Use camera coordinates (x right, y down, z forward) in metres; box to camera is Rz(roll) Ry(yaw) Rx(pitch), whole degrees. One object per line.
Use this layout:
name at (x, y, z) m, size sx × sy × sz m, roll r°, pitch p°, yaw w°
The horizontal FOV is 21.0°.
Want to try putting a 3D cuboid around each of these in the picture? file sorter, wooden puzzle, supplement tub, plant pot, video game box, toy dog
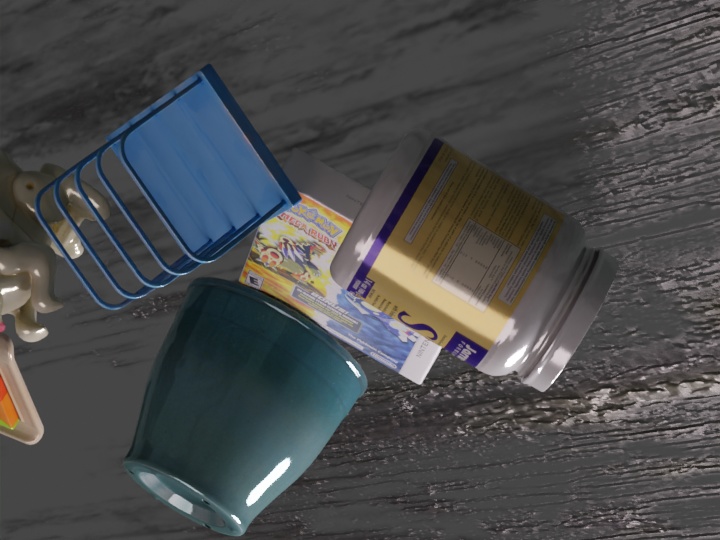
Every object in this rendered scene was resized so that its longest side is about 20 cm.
file sorter at (-0.176, -0.063, 1.681) m, size 0.139 × 0.123 × 0.200 m, roll 56°, pitch 147°, yaw -7°
wooden puzzle at (-0.471, 0.120, 2.278) m, size 0.184 × 0.037 × 0.201 m, roll 20°, pitch 145°, yaw 17°
supplement tub at (0.091, -0.006, 1.558) m, size 0.199 × 0.146 × 0.146 m, roll 31°, pitch 147°, yaw 1°
plant pot at (-0.124, 0.140, 1.849) m, size 0.199 × 0.189 × 0.200 m, roll 27°, pitch 159°, yaw 11°
video game box at (0.000, 0.000, 1.734) m, size 0.199 × 0.047 × 0.183 m, roll 29°, pitch 145°, yaw 3°
toy dog at (-0.360, -0.014, 1.860) m, size 0.194 × 0.201 × 0.139 m, roll 40°, pitch 146°, yaw -15°
